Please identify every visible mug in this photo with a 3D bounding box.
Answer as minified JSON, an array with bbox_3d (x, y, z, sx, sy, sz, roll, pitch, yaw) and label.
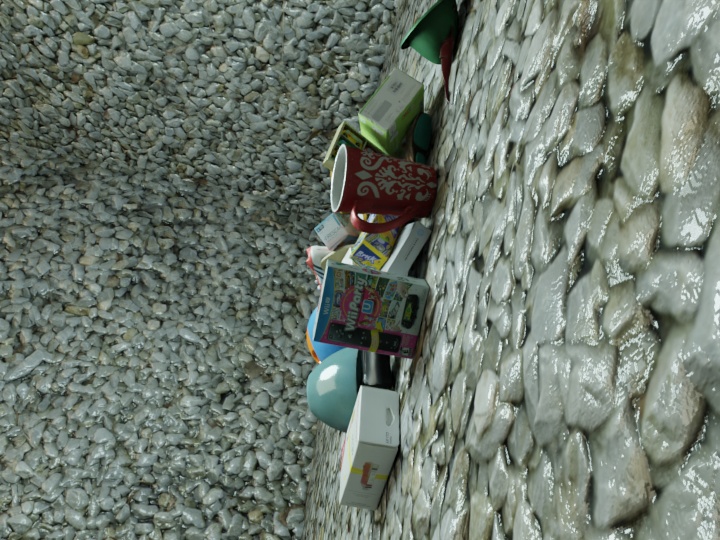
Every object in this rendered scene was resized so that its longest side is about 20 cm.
[{"bbox_3d":[0.046,-0.153,1.264,0.133,0.195,0.182,158,117,-73],"label":"mug"}]

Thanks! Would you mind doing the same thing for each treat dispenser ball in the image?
[{"bbox_3d":[-0.043,0.166,1.604,0.201,0.196,0.206,-169,90,-84],"label":"treat dispenser ball"}]

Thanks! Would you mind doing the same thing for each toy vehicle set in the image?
[{"bbox_3d":[0.017,-0.226,1.369,0.026,0.198,0.126,-32,31,47],"label":"toy vehicle set"}]

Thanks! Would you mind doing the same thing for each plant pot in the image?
[{"bbox_3d":[-0.048,0.278,1.414,0.200,0.131,0.206,-7,-90,-78],"label":"plant pot"}]

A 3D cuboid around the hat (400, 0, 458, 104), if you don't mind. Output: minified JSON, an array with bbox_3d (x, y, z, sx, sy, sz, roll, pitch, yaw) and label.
[{"bbox_3d":[0.195,-0.468,1.325,0.199,0.177,0.166,-42,2,-4],"label":"hat"}]

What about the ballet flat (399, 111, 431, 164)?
[{"bbox_3d":[0.117,-0.267,1.399,0.066,0.068,0.205,-11,60,41],"label":"ballet flat"}]

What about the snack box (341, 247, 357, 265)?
[{"bbox_3d":[-0.018,0.050,1.386,0.072,0.024,0.204,125,147,-46],"label":"snack box"}]

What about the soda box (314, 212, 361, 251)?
[{"bbox_3d":[-0.045,-0.092,1.532,0.063,0.069,0.200,-38,-8,11],"label":"soda box"}]

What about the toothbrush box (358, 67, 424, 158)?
[{"bbox_3d":[0.076,-0.341,1.435,0.147,0.085,0.201,-52,-17,-12],"label":"toothbrush box"}]

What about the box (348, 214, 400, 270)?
[{"bbox_3d":[0.041,-0.078,1.362,0.064,0.070,0.201,-48,10,34],"label":"box"}]

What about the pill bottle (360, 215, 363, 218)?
[{"bbox_3d":[0.035,-0.118,1.782,0.201,0.111,0.116,112,167,-62],"label":"pill bottle"}]

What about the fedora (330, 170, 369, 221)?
[{"bbox_3d":[-0.028,-0.204,1.504,0.201,0.080,0.206,169,90,-88],"label":"fedora"}]

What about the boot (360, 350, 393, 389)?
[{"bbox_3d":[0.054,0.161,1.300,0.200,0.075,0.172,141,129,-57],"label":"boot"}]

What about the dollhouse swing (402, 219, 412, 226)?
[{"bbox_3d":[0.045,-0.149,1.549,0.178,0.179,0.200,-58,10,9],"label":"dollhouse swing"}]

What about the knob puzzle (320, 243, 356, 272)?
[{"bbox_3d":[0.000,0.000,1.495,0.222,0.214,0.031,107,178,-46],"label":"knob puzzle"}]

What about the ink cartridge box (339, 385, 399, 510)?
[{"bbox_3d":[0.016,0.356,1.242,0.147,0.081,0.203,-87,10,-54],"label":"ink cartridge box"}]

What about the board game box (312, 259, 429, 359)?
[{"bbox_3d":[0.017,0.075,1.172,0.064,0.195,0.151,-104,26,-76],"label":"board game box"}]

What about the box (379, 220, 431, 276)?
[{"bbox_3d":[0.076,-0.023,1.306,0.158,0.041,0.200,-58,4,-3],"label":"box"}]

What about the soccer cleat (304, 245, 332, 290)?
[{"bbox_3d":[-0.081,-0.002,1.573,0.201,0.083,0.070,64,-158,-58],"label":"soccer cleat"}]
